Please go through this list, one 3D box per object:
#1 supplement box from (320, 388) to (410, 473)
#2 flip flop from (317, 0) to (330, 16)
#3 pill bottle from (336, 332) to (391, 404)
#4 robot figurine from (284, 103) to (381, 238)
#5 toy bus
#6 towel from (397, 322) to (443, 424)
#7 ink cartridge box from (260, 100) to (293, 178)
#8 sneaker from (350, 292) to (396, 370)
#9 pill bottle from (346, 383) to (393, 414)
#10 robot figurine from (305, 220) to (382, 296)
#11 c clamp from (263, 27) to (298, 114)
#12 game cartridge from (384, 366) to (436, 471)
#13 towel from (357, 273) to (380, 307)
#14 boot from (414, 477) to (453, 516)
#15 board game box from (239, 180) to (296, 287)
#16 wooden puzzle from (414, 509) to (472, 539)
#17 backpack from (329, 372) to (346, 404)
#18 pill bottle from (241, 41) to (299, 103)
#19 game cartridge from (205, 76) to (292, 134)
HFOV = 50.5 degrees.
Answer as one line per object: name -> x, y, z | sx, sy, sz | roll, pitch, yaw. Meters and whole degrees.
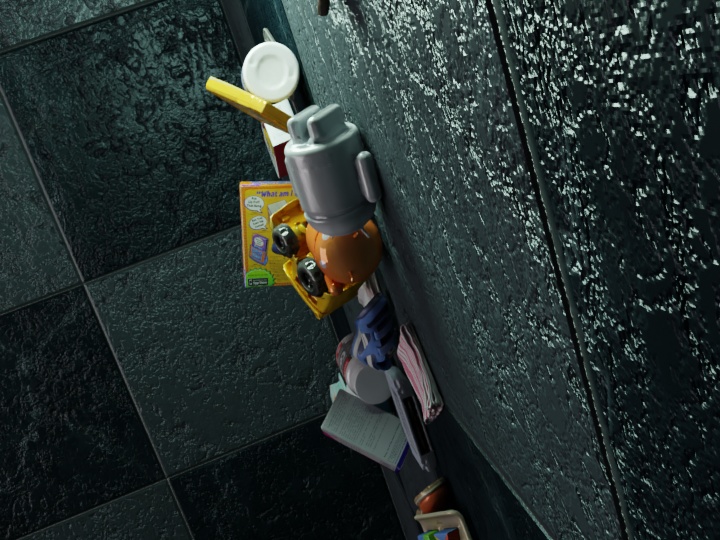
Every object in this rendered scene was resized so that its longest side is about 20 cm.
supplement box -> 0.019, 0.363, 1.726 | 0.198, 0.104, 0.101 | 24, 163, 8
flip flop -> -0.078, -0.389, 0.893 | 0.081, 0.057, 0.203 | 134, 116, -83
pill bottle -> 0.013, 0.224, 1.759 | 0.200, 0.112, 0.116 | -131, 21, -73
robot figurine -> -0.042, -0.136, 1.111 | 0.168, 0.113, 0.203 | 9, 126, 43
toy bus -> -0.084, -0.012, 1.442 | 0.201, 0.135, 0.193 | 50, 150, 15
towel -> 0.095, 0.181, 1.304 | 0.200, 0.029, 0.148 | 88, 162, -72
ink cartridge box -> -0.198, -0.330, 1.999 | 0.200, 0.083, 0.178 | 93, 156, -73
sneaker -> 0.035, 0.118, 1.442 | 0.082, 0.074, 0.201 | 37, 150, 22
pill bottle -> 0.023, 0.344, 2.059 | 0.111, 0.109, 0.202 | -117, 10, -46
robot figurine -> -0.028, -0.049, 1.260 | 0.117, 0.143, 0.200 | 49, -178, -21
c clamp -> -0.190, -0.462, 1.774 | 0.172, 0.027, 0.201 | 77, 171, -47
game cartridge -> 0.103, 0.303, 1.588 | 0.133, 0.041, 0.203 | -122, 13, -81
towel -> 0.000, 0.000, 1.554 | 0.200, 0.032, 0.194 | -132, 24, -72
boot -> 0.165, 0.491, 1.533 | 0.107, 0.074, 0.201 | 50, 163, 34
board game box -> -0.150, -0.084, 1.599 | 0.200, 0.196, 0.204 | -137, 45, -77
wooden puzzle -> 0.172, 0.552, 1.428 | 0.202, 0.046, 0.185 | 64, 154, 10
backpack -> -0.004, 0.426, 2.398 | 0.176, 0.152, 0.201 | 55, 171, 48
pill bottle -> -0.188, -0.398, 1.563 | 0.200, 0.112, 0.115 | -137, 28, -76
game cartridge -> -0.190, -0.312, 1.516 | 0.199, 0.033, 0.175 | 33, -174, 40
